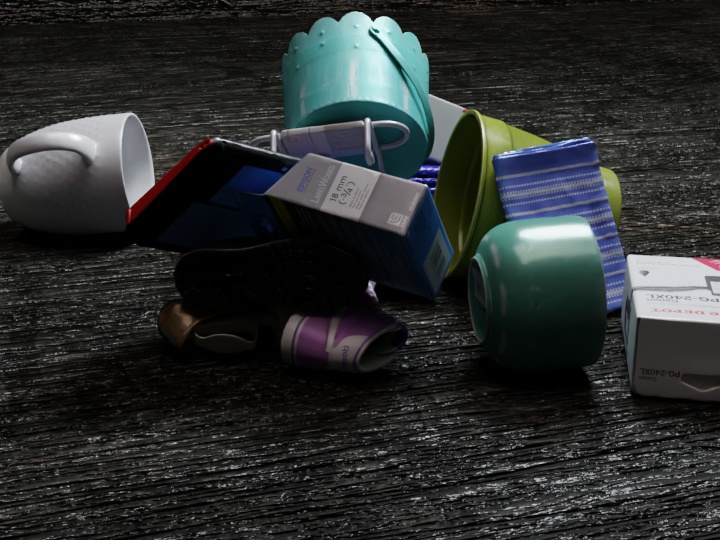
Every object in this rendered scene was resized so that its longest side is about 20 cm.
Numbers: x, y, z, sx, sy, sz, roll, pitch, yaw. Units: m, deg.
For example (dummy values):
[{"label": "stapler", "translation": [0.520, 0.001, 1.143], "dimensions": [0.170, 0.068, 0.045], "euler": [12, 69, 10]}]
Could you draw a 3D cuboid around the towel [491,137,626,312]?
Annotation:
[{"label": "towel", "translation": [0.231, -0.046, 1.577], "dimensions": [0.143, 0.203, 0.024], "euler": [-10, -10, -27]}]

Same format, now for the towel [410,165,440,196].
[{"label": "towel", "translation": [0.047, -0.122, 1.908], "dimensions": [0.146, 0.050, 0.200], "euler": [-7, 4, -20]}]

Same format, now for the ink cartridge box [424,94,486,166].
[{"label": "ink cartridge box", "translation": [0.100, -0.179, 1.964], "dimensions": [0.143, 0.085, 0.200], "euler": [18, -4, -17]}]

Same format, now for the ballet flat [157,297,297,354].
[{"label": "ballet flat", "translation": [-0.112, 0.053, 1.464], "dimensions": [0.197, 0.068, 0.073], "euler": [-8, 41, -24]}]

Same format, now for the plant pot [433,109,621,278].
[{"label": "plant pot", "translation": [0.203, -0.075, 1.679], "dimensions": [0.190, 0.203, 0.201], "euler": [9, 17, -12]}]

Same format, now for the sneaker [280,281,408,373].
[{"label": "sneaker", "translation": [0.005, 0.051, 1.461], "dimensions": [0.113, 0.074, 0.201], "euler": [8, 31, 18]}]

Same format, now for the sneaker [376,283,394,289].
[{"label": "sneaker", "translation": [0.000, 0.000, 1.634], "dimensions": [0.198, 0.071, 0.076], "euler": [8, 36, 33]}]

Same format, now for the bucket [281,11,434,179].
[{"label": "bucket", "translation": [-0.005, -0.198, 1.735], "dimensions": [0.204, 0.208, 0.136], "euler": [0, 54, -3]}]

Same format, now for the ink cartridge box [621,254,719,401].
[{"label": "ink cartridge box", "translation": [0.346, 0.056, 1.439], "dimensions": [0.143, 0.085, 0.200], "euler": [4, 19, 6]}]

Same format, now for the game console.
[{"label": "game console", "translation": [-0.126, -0.067, 1.443], "dimensions": [0.198, 0.031, 0.176], "euler": [10, -33, -42]}]

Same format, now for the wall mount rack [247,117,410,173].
[{"label": "wall mount rack", "translation": [-0.033, -0.113, 1.674], "dimensions": [0.197, 0.076, 0.174], "euler": [-6, -25, 8]}]

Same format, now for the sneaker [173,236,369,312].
[{"label": "sneaker", "translation": [-0.085, -0.010, 1.432], "dimensions": [0.197, 0.077, 0.088], "euler": [3, 20, 10]}]

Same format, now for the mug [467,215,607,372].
[{"label": "mug", "translation": [0.170, 0.034, 1.423], "dimensions": [0.113, 0.186, 0.154], "euler": [-5, 59, -8]}]

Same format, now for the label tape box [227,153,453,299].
[{"label": "label tape box", "translation": [-0.017, -0.051, 1.416], "dimensions": [0.198, 0.064, 0.145], "euler": [17, -21, 22]}]

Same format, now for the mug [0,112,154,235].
[{"label": "mug", "translation": [-0.371, -0.126, 1.773], "dimensions": [0.173, 0.150, 0.200], "euler": [-6, -17, 7]}]
